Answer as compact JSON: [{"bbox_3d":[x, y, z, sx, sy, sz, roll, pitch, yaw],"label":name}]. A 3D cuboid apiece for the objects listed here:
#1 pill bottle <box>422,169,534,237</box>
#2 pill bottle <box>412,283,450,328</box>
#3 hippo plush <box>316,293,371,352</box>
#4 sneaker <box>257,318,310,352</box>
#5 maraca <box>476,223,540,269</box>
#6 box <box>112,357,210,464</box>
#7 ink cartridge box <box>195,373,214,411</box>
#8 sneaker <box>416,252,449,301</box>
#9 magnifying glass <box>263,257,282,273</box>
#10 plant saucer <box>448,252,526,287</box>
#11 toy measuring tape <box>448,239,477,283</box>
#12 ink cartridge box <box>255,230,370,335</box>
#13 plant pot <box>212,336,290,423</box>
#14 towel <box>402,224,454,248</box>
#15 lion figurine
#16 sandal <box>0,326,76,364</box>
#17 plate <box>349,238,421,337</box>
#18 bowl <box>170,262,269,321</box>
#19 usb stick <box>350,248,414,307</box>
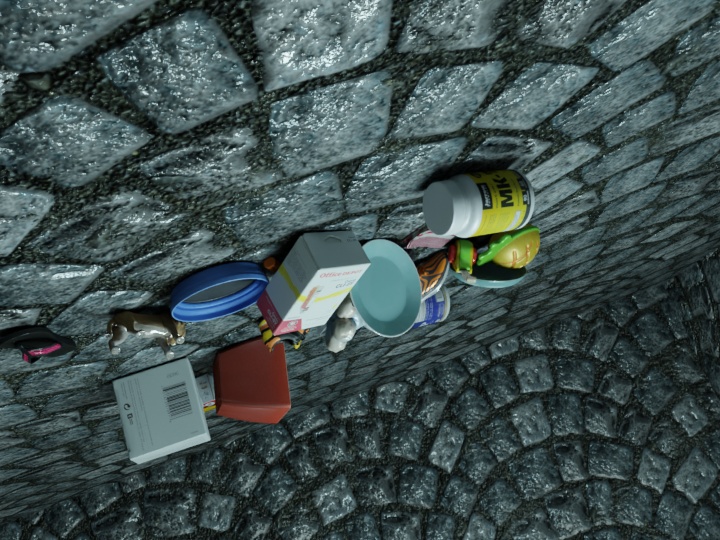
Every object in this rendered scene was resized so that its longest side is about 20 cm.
[{"bbox_3d":[0.218,-0.124,1.319,0.196,0.117,0.114,-10,161,-32],"label":"pill bottle"},{"bbox_3d":[0.128,0.092,1.869,0.195,0.123,0.120,-10,161,-31],"label":"pill bottle"},{"bbox_3d":[-0.002,0.116,1.655,0.156,0.164,0.200,9,152,-18],"label":"hippo plush"},{"bbox_3d":[-0.151,0.144,1.747,0.195,0.092,0.070,-14,163,-21],"label":"sneaker"},{"bbox_3d":[0.353,-0.058,1.689,0.197,0.108,0.138,-11,149,-44],"label":"maraca"},{"bbox_3d":[-0.498,0.354,1.787,0.195,0.204,0.131,-16,163,-13],"label":"box"},{"bbox_3d":[-0.508,0.386,2.081,0.195,0.086,0.176,-21,164,-3],"label":"ink cartridge box"},{"bbox_3d":[0.125,0.022,1.722,0.111,0.078,0.201,34,101,-31],"label":"sneaker"},{"bbox_3d":[-0.151,0.005,1.447,0.078,0.023,0.200,-23,165,8],"label":"magnifying glass"},{"bbox_3d":[0.308,0.001,1.743,0.194,0.028,0.201,3,-160,-1],"label":"plant saucer"},{"bbox_3d":[0.244,-0.029,1.652,0.072,0.075,0.200,-21,-166,4],"label":"toy measuring tape"},{"bbox_3d":[-0.092,0.024,1.376,0.143,0.084,0.201,-8,145,-44],"label":"ink cartridge box"},{"bbox_3d":[-0.298,0.294,1.888,0.171,0.206,0.200,-2,158,-19],"label":"plant pot"},{"bbox_3d":[0.200,-0.101,1.532,0.142,0.023,0.199,-5,156,-46],"label":"towel"},{"bbox_3d":[-0.412,0.110,1.357,0.198,0.122,0.073,23,106,-44],"label":"lion figurine"},{"bbox_3d":[-0.586,0.145,1.308,0.073,0.046,0.200,-21,163,4],"label":"sandal"},{"bbox_3d":[0.049,0.037,1.477,0.196,0.206,0.025,-7,173,-39],"label":"plate"},{"bbox_3d":[-0.272,0.041,1.374,0.195,0.040,0.201,-19,163,-6],"label":"bowl"},{"bbox_3d":[0.050,0.016,1.534,0.054,0.033,0.200,2,-144,42],"label":"usb stick"}]
